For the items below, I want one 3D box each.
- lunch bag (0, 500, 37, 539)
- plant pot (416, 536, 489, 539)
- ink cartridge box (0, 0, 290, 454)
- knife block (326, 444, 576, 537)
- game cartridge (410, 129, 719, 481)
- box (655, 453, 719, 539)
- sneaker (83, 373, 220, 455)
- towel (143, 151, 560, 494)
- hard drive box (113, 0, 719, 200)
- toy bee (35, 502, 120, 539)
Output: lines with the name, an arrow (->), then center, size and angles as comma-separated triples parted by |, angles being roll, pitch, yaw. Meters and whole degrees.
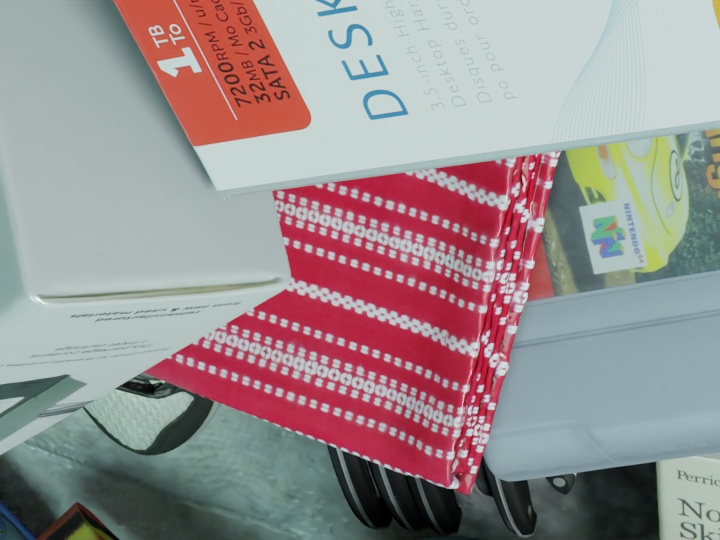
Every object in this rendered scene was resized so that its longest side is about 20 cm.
lunch bag -> -0.181, 0.188, 1.122 | 0.082, 0.201, 0.161 | 0, 140, 43
plant pot -> 0.027, 0.172, 1.005 | 0.199, 0.134, 0.202 | 4, 113, 8
ink cartridge box -> -0.118, -0.031, 0.846 | 0.084, 0.147, 0.200 | -4, 165, -36
knife block -> 0.000, 0.000, 0.952 | 0.199, 0.064, 0.176 | 33, 137, -12
game cartridge -> 0.074, -0.046, 0.821 | 0.132, 0.041, 0.201 | -11, 96, 28
box -> 0.145, 0.106, 0.997 | 0.082, 0.069, 0.201 | 6, 137, 16
sneaker -> -0.087, 0.005, 0.977 | 0.075, 0.088, 0.201 | 10, 139, 11
towel -> -0.012, -0.049, 0.831 | 0.144, 0.022, 0.201 | 20, 112, 21
hard drive box -> 0.030, -0.109, 0.701 | 0.199, 0.077, 0.156 | -7, 127, 32
toy bee -> -0.040, 0.169, 1.115 | 0.199, 0.109, 0.131 | 22, 103, -28
